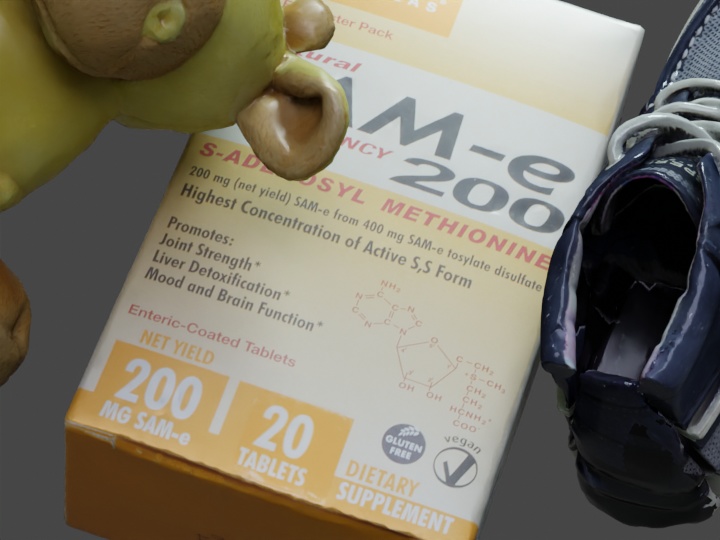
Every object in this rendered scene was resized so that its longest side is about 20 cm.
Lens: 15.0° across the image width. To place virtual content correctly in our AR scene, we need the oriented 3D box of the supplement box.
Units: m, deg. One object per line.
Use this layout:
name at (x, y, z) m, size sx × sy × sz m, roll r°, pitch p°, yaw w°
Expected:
supplement box at (0.000, 0.000, 0.850) m, size 0.125 × 0.074 × 0.201 m, roll 18°, pitch 59°, yaw 5°

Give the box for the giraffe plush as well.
giraffe plush at (-0.093, -0.062, 0.789) m, size 0.161 × 0.200 × 0.173 m, roll -22°, pitch 97°, yaw 8°

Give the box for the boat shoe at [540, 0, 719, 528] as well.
boat shoe at (0.108, -0.029, 0.822) m, size 0.074 × 0.093 × 0.201 m, roll 8°, pitch 66°, yaw 20°
